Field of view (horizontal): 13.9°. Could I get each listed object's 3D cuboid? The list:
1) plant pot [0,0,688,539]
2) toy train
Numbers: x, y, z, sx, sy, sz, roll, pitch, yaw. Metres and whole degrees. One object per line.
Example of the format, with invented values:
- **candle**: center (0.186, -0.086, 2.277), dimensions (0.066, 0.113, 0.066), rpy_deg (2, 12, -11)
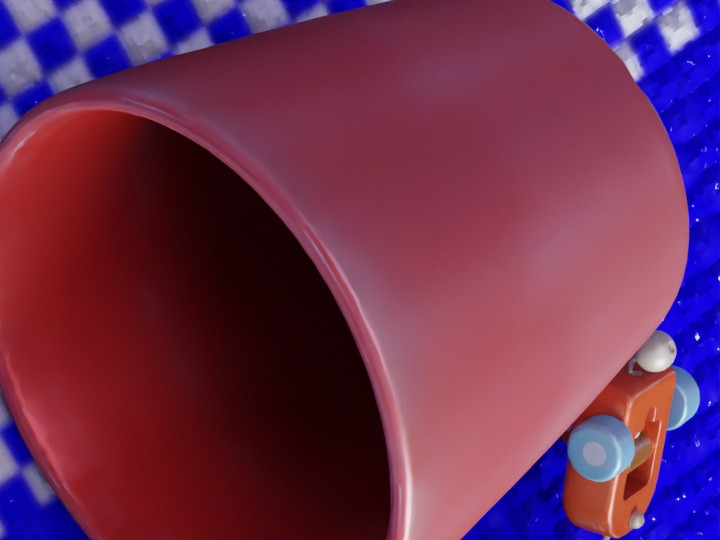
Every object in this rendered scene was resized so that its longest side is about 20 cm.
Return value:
- **plant pot**: center (0.000, 0.000, 0.971), dimensions (0.177, 0.200, 0.201), rpy_deg (-31, 106, -38)
- **toy train**: center (0.049, 0.105, 1.040), dimensions (0.200, 0.056, 0.151), rpy_deg (-33, 136, -51)
